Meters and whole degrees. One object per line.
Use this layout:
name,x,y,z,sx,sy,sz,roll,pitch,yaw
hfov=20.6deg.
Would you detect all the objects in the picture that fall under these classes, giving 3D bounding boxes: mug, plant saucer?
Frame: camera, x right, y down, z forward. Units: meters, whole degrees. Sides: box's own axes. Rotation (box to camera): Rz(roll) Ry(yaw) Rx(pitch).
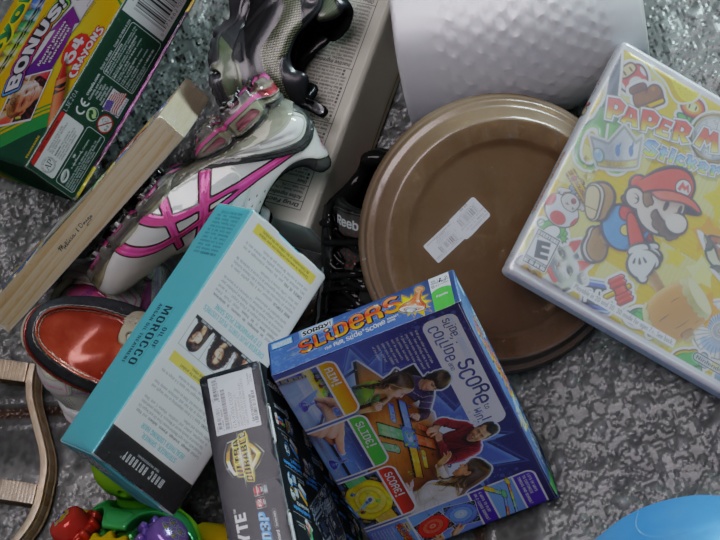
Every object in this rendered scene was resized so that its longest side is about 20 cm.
mug,0.121,-0.156,1.438,0.174,0.148,0.201,-7,95,9
plant saucer,0.098,-0.022,1.389,0.199,0.029,0.202,-1,100,-8

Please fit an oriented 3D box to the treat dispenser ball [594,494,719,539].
treat dispenser ball,0.216,0.240,1.230,0.200,0.201,0.202,-5,70,15

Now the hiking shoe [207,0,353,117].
hiking shoe,-0.050,-0.207,1.466,0.100,0.076,0.201,5,81,11

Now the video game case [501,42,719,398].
video game case,0.223,-0.030,1.367,0.199,0.023,0.183,29,81,-6

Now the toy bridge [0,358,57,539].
toy bridge,-0.266,0.168,1.498,0.067,0.027,0.201,6,74,18

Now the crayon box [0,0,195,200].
crayon box,-0.229,-0.165,1.545,0.172,0.058,0.201,18,75,52

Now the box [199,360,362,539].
box,-0.043,0.164,1.336,0.046,0.200,0.160,-16,69,10

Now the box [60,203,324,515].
box,-0.113,0.059,1.361,0.049,0.082,0.201,11,64,54

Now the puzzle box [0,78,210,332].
puzzle box,-0.191,-0.051,1.460,0.025,0.133,0.200,42,105,-8

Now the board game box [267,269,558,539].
board game box,0.038,0.103,1.337,0.135,0.201,0.035,-21,38,8

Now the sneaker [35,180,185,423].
sneaker,-0.182,0.018,1.490,0.081,0.088,0.201,13,76,21

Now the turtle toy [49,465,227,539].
turtle toy,-0.165,0.202,1.414,0.145,0.101,0.201,3,72,18

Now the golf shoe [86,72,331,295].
golf shoe,-0.111,-0.043,1.417,0.200,0.073,0.092,-42,101,14

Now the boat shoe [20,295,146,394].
boat shoe,-0.146,0.069,1.423,0.199,0.063,0.072,22,85,-12

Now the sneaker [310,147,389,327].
sneaker,0.000,0.000,1.434,0.070,0.098,0.202,15,77,26

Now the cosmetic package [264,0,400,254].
cosmetic package,-0.039,-0.122,1.503,0.103,0.073,0.201,16,77,22
